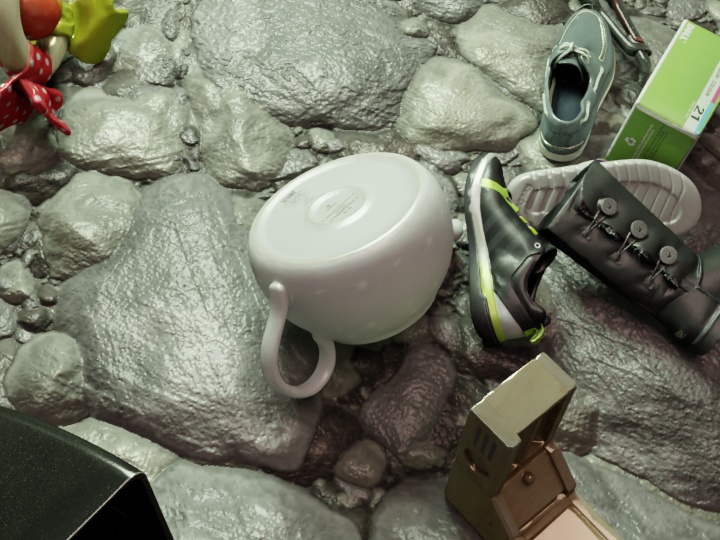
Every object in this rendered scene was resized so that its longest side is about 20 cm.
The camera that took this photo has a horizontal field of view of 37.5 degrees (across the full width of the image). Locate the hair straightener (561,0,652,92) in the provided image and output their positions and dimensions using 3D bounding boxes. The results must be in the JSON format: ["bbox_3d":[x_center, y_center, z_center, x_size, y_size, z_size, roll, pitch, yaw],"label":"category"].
[{"bbox_3d":[0.275,-0.285,1.233,0.077,0.041,0.200,-23,68,4],"label":"hair straightener"}]

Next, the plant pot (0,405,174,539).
[{"bbox_3d":[-0.269,0.214,0.776,0.177,0.200,0.200,31,60,26],"label":"plant pot"}]

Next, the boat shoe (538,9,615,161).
[{"bbox_3d":[0.237,-0.215,1.152,0.073,0.062,0.200,12,64,13],"label":"boat shoe"}]

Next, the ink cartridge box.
[{"bbox_3d":[0.340,-0.201,1.087,0.076,0.200,0.148,29,60,11],"label":"ink cartridge box"}]

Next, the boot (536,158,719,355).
[{"bbox_3d":[0.295,-0.038,1.042,0.200,0.066,0.165,37,66,5],"label":"boot"}]

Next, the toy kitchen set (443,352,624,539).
[{"bbox_3d":[0.138,0.218,0.820,0.163,0.181,0.200,-34,65,-23],"label":"toy kitchen set"}]

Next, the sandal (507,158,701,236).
[{"bbox_3d":[0.248,-0.079,1.087,0.202,0.083,0.050,5,16,-4],"label":"sandal"}]

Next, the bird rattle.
[{"bbox_3d":[-0.331,-0.238,1.056,0.112,0.163,0.200,8,47,19],"label":"bird rattle"}]

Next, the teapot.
[{"bbox_3d":[0.000,0.000,0.963,0.200,0.146,0.198,-18,34,6],"label":"teapot"}]

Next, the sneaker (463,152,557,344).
[{"bbox_3d":[0.149,-0.021,1.022,0.083,0.072,0.200,-8,68,17],"label":"sneaker"}]
